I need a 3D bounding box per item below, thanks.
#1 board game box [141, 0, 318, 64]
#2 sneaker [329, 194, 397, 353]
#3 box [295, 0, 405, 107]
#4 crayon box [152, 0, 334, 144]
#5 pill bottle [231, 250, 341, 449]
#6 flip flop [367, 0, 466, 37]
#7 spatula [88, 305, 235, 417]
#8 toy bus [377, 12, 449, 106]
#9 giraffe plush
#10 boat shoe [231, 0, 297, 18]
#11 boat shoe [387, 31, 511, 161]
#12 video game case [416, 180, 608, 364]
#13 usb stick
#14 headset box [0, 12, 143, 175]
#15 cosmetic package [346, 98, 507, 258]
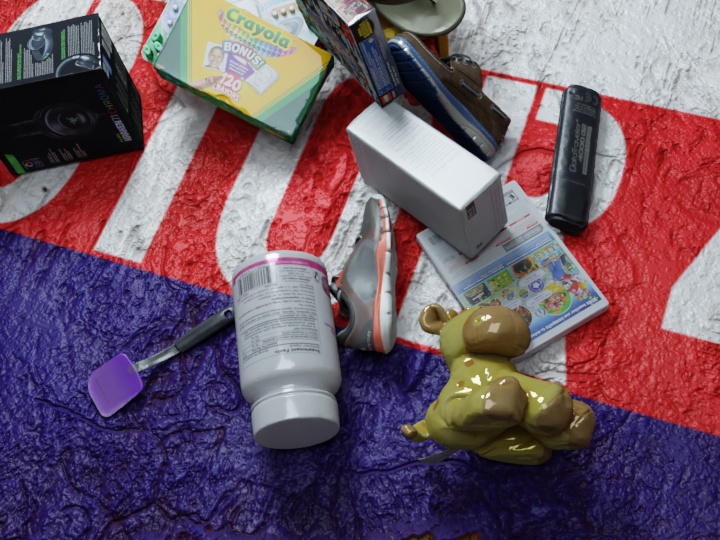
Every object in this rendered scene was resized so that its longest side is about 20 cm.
[{"bbox_3d":[-0.159,-0.326,1.408,0.199,0.026,0.201,27,85,1],"label":"board game box"},{"bbox_3d":[0.000,0.000,1.250,0.081,0.077,0.201,-3,62,8],"label":"sneaker"},{"bbox_3d":[-0.027,-0.303,1.285,0.040,0.137,0.200,-33,51,-5],"label":"box"},{"bbox_3d":[-0.147,-0.260,1.361,0.199,0.058,0.119,27,86,1],"label":"crayon box"},{"bbox_3d":[-0.082,0.089,1.195,0.113,0.113,0.201,-10,62,3],"label":"pill bottle"},{"bbox_3d":[0.033,-0.343,1.238,0.200,0.058,0.081,38,101,-8],"label":"flip flop"},{"bbox_3d":[-0.231,0.098,1.263,0.200,0.021,0.057,-32,76,-11],"label":"spatula"},{"bbox_3d":[0.052,-0.315,1.343,0.135,0.200,0.193,-16,69,1],"label":"toy bus"},{"bbox_3d":[0.139,0.109,1.136,0.199,0.172,0.163,-18,56,37],"label":"giraffe plush"},{"bbox_3d":[-0.171,-0.350,1.460,0.199,0.065,0.072,-7,62,5],"label":"boat shoe"},{"bbox_3d":[0.110,-0.224,1.297,0.072,0.200,0.072,-51,32,-11],"label":"boat shoe"},{"bbox_3d":[0.176,0.001,1.257,0.143,0.018,0.200,-29,62,-8],"label":"video game case"},{"bbox_3d":[0.261,-0.138,1.303,0.055,0.033,0.201,16,65,-9],"label":"usb stick"},{"bbox_3d":[-0.400,-0.221,1.365,0.199,0.174,0.093,-11,61,2],"label":"headset box"},{"bbox_3d":[0.079,-0.114,1.270,0.074,0.102,0.200,-43,59,-15],"label":"cosmetic package"}]
